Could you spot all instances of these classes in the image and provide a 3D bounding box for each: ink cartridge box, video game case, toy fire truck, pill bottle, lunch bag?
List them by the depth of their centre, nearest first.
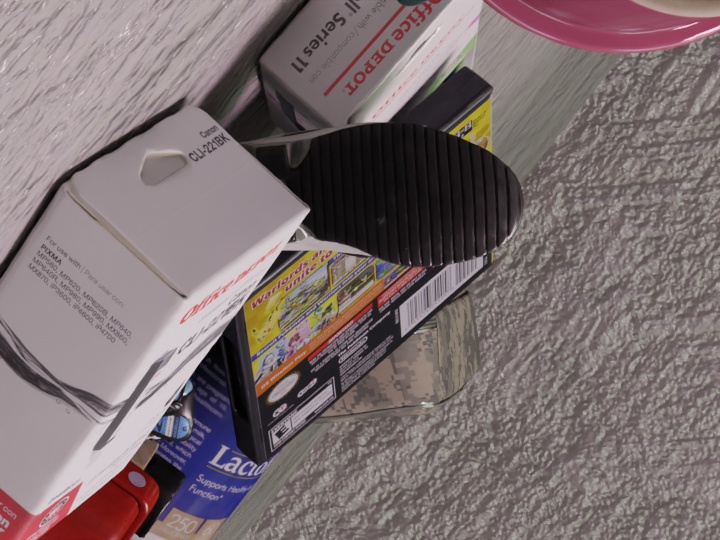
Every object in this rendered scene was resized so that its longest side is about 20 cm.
[{"bbox_3d":[-0.130,0.032,1.324,0.200,0.084,0.144,-54,172,30],"label":"ink cartridge box"},{"bbox_3d":[0.006,-0.124,1.470,0.117,0.067,0.200,-48,175,-6],"label":"ink cartridge box"},{"bbox_3d":[0.000,0.000,1.532,0.200,0.025,0.181,-40,154,-21],"label":"video game case"},{"bbox_3d":[-0.214,0.176,1.539,0.176,0.128,0.200,-53,-176,30],"label":"toy fire truck"},{"bbox_3d":[-0.088,0.068,1.660,0.200,0.116,0.116,-52,174,17],"label":"pill bottle"},{"bbox_3d":[0.001,0.012,1.903,0.200,0.138,0.169,-21,106,-75],"label":"lunch bag"}]

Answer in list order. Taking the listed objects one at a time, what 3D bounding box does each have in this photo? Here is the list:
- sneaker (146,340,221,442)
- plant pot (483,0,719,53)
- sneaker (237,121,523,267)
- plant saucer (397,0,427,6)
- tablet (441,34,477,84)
[{"bbox_3d":[-0.135,0.068,1.493,0.200,0.090,0.078,-45,173,-23],"label":"sneaker"},{"bbox_3d":[0.120,-0.180,1.085,0.200,0.200,0.179,-51,-165,6],"label":"plant pot"},{"bbox_3d":[-0.007,-0.043,1.393,0.088,0.198,0.075,-20,112,-72],"label":"sneaker"},{"bbox_3d":[0.067,-0.216,1.265,0.200,0.036,0.200,-49,-163,20],"label":"plant saucer"},{"bbox_3d":[0.025,-0.100,1.666,0.200,0.014,0.131,-47,-151,51],"label":"tablet"}]
